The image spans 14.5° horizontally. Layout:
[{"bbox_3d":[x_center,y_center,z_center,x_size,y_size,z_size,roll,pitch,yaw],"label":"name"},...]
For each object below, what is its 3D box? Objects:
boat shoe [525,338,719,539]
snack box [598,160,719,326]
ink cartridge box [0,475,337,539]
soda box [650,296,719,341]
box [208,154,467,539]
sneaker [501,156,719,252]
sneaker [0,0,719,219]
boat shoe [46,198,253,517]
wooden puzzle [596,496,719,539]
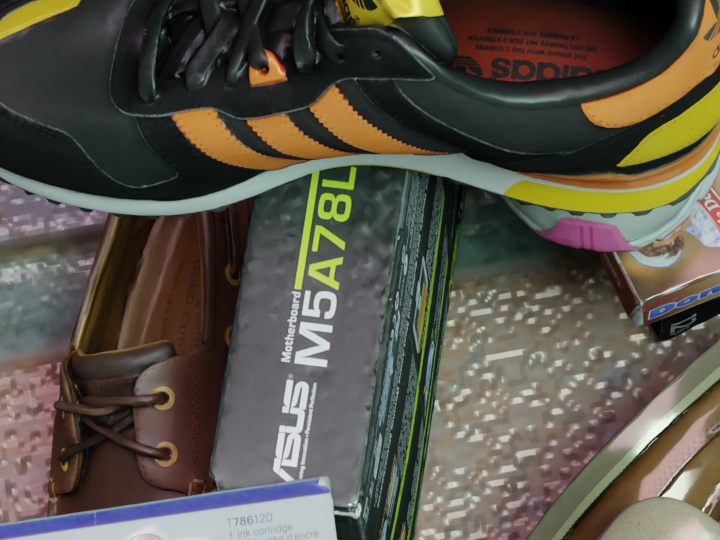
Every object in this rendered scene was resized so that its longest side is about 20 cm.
[{"bbox_3d":[0.075,0.100,0.843,0.068,0.072,0.200,42,86,12],"label":"boat shoe"},{"bbox_3d":[0.074,-0.085,0.853,0.072,0.024,0.201,-21,69,-6],"label":"snack box"},{"bbox_3d":[-0.040,0.149,0.654,0.099,0.039,0.201,-8,60,1],"label":"ink cartridge box"},{"bbox_3d":[0.077,-0.083,0.905,0.063,0.071,0.201,-25,70,-5],"label":"soda box"},{"bbox_3d":[0.000,0.000,0.814,0.047,0.193,0.201,7,71,4],"label":"box"},{"bbox_3d":[0.074,-0.104,0.800,0.081,0.088,0.201,7,69,5],"label":"sneaker"},{"bbox_3d":[-0.007,-0.059,0.685,0.199,0.090,0.070,2,69,3],"label":"sneaker"},{"bbox_3d":[-0.066,0.046,0.858,0.072,0.068,0.201,-1,66,28],"label":"boat shoe"},{"bbox_3d":[0.101,0.192,0.779,0.200,0.046,0.185,38,76,0],"label":"wooden puzzle"}]
